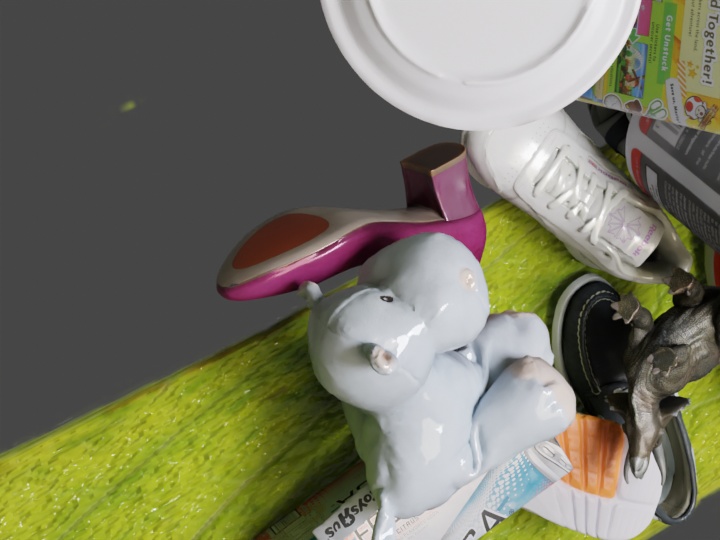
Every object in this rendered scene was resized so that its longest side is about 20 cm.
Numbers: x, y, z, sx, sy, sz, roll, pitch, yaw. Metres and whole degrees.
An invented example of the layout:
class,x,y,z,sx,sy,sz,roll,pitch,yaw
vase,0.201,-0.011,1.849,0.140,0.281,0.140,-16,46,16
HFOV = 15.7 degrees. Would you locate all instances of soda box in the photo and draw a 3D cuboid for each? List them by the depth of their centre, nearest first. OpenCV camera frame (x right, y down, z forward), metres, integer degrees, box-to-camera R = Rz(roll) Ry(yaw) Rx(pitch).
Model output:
class,x,y,z,sx,sy,sz,roll,pitch,yaw
soda box,0.034,0.151,1.692,0.200,0.064,0.069,-35,113,-7

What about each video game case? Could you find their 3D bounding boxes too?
class,x,y,z,sx,sy,sz,roll,pitch,yaw
video game case,0.164,-0.198,1.610,0.023,0.181,0.201,-21,120,-51

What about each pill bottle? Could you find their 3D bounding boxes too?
class,x,y,z,sx,sy,sz,roll,pitch,yaw
pill bottle,0.267,-0.049,1.635,0.115,0.200,0.116,-22,134,-25

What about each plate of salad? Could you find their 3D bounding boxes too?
class,x,y,z,sx,sy,sz,roll,pitch,yaw
plate of salad,0.073,-0.186,1.588,0.199,0.048,0.201,0,97,2

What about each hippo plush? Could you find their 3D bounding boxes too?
class,x,y,z,sx,sy,sz,roll,pitch,yaw
hippo plush,0.018,0.056,1.610,0.200,0.159,0.161,-40,127,-11

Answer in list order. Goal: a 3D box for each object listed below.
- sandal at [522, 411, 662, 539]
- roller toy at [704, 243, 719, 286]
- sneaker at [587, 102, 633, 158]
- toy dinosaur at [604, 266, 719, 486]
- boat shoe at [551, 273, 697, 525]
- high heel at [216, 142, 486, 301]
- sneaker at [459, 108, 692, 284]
class,x,y,z,sx,sy,sz,roll,pitch,yaw
sandal,0.109,0.120,1.775,0.206,0.059,0.080,19,95,-18
roller toy,0.333,0.007,1.810,0.139,0.182,0.201,-27,127,-26
sneaker,0.232,-0.116,1.763,0.146,0.077,0.202,-45,137,-3
toy dinosaur,0.222,0.040,1.731,0.200,0.077,0.102,-47,154,-7
boat shoe,0.190,0.091,1.816,0.076,0.060,0.201,-39,126,-18
high heel,0.000,0.000,1.637,0.199,0.067,0.097,-25,120,-26
sneaker,0.146,-0.055,1.703,0.200,0.100,0.075,35,88,-38
